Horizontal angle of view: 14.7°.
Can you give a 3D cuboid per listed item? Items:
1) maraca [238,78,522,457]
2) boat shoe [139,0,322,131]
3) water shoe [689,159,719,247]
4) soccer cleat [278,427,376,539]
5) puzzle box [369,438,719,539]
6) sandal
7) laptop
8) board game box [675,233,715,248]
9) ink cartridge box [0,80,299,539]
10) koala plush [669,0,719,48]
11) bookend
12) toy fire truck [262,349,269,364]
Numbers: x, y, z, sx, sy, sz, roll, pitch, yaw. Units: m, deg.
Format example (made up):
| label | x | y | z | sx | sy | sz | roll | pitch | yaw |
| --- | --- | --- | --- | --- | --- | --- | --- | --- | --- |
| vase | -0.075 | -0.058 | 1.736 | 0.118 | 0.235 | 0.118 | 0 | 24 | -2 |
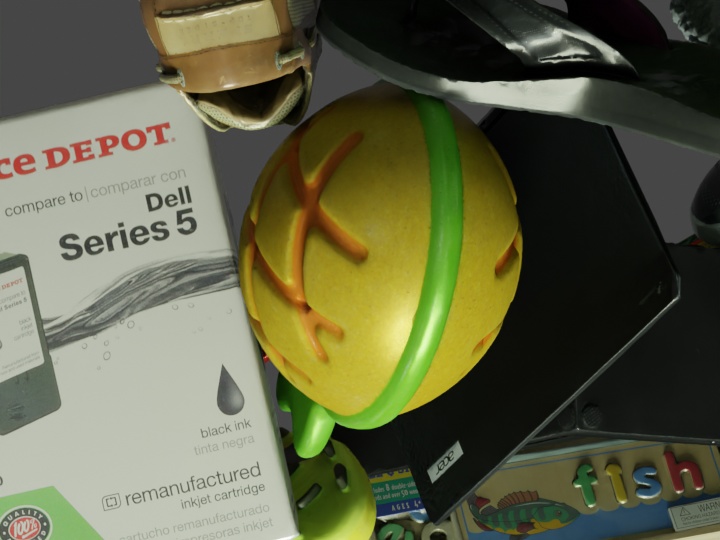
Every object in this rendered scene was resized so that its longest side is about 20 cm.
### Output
| label | x | y | z | sx | sy | sz | roll | pitch | yaw |
| --- | --- | --- | --- | --- | --- | --- | --- | --- | --- |
| maraca | 0.000 | 0.000 | 1.115 | 0.107 | 0.137 | 0.200 | 8 | 157 | -18 |
| boat shoe | -0.051 | -0.090 | 1.090 | 0.076 | 0.074 | 0.200 | -11 | 178 | 6 |
| water shoe | 0.215 | -0.090 | 1.271 | 0.079 | 0.072 | 0.200 | 39 | 119 | -24 |
| soccer cleat | -0.031 | 0.121 | 1.353 | 0.065 | 0.200 | 0.084 | -45 | 108 | -16 |
| puzzle box | 0.093 | 0.098 | 1.427 | 0.200 | 0.133 | 0.025 | -9 | 142 | -8 |
| sandal | 0.083 | -0.091 | 1.056 | 0.200 | 0.075 | 0.048 | 13 | 122 | 11 |
| laptop | 0.082 | -0.023 | 1.176 | 0.103 | 0.200 | 0.177 | 43 | 129 | -1 |
| board game box | 0.259 | -0.042 | 1.343 | 0.200 | 0.024 | 0.105 | -32 | 152 | 35 |
| ink cartridge box | -0.117 | 0.029 | 1.181 | 0.145 | 0.200 | 0.084 | -13 | -179 | -1 |
| koala plush | 0.254 | -0.064 | 1.151 | 0.177 | 0.184 | 0.200 | -34 | 121 | 25 |
| bookend | 0.115 | 0.051 | 1.352 | 0.198 | 0.092 | 0.200 | 6 | 166 | -36 |
| toy fire truck | -0.096 | 0.033 | 1.291 | 0.200 | 0.129 | 0.176 | -38 | 140 | 14 |
